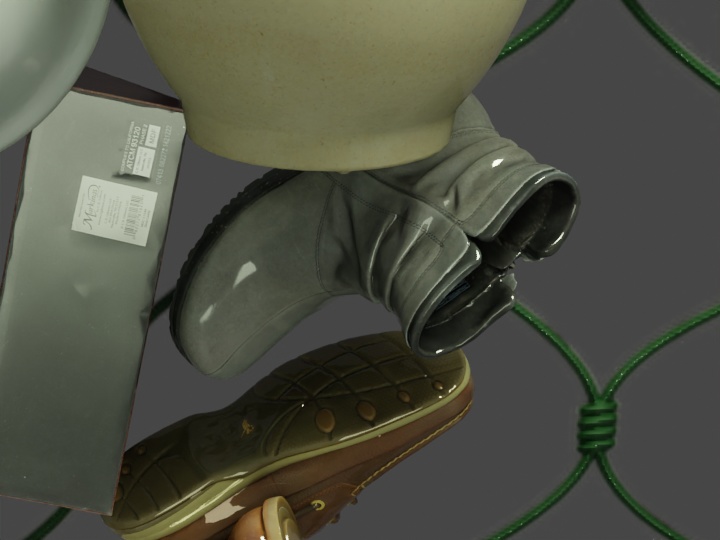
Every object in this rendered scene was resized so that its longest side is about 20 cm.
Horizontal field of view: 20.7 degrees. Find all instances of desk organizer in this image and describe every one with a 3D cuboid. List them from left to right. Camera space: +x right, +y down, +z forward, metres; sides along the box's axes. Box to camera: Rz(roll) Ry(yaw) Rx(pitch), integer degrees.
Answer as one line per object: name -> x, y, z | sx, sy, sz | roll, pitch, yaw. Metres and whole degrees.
desk organizer -> -0.135, 0.005, 0.944 | 0.071, 0.077, 0.202 | 11, 106, -8

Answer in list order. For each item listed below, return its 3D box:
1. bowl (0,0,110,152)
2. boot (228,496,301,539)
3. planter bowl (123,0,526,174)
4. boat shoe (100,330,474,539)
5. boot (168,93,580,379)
bowl -> -0.213, -0.143, 0.847 | 0.199, 0.090, 0.204 | -1, 86, 11
boot -> -0.103, 0.174, 0.961 | 0.153, 0.200, 0.077 | -3, 64, -8
planter bowl -> -0.015, -0.122, 0.851 | 0.198, 0.200, 0.136 | 0, 109, -4
boat shoe -> -0.031, 0.094, 0.988 | 0.199, 0.072, 0.068 | -25, 127, 8
boot -> 0.000, 0.000, 0.917 | 0.200, 0.132, 0.070 | -49, 136, 12
